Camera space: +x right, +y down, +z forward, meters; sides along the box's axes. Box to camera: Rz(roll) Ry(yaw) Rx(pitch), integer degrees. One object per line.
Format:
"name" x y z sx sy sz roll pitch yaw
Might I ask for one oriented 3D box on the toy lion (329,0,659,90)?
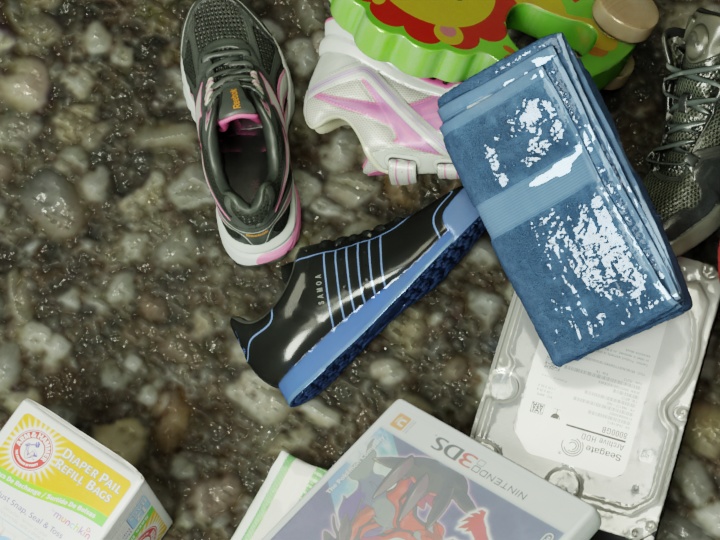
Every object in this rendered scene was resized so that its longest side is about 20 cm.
"toy lion" 0.078 -0.183 1.508 0.200 0.069 0.191 43 48 16

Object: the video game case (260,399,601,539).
"video game case" 0.023 0.186 1.385 0.182 0.023 0.200 27 63 41

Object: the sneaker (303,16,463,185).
"sneaker" 0.046 -0.094 1.524 0.199 0.081 0.089 29 90 11

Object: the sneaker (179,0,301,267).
"sneaker" -0.081 -0.110 1.532 0.080 0.086 0.201 -16 69 -2

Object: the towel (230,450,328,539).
"towel" 0.000 0.224 1.441 0.199 0.023 0.153 26 74 13

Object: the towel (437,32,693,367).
"towel" 0.130 -0.043 1.428 0.111 0.048 0.201 -27 87 26

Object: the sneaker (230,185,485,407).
"sneaker" 0.000 0.000 1.488 0.200 0.070 0.078 -42 77 -2

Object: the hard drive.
"hard drive" 0.156 0.076 1.471 0.139 0.038 0.201 16 74 11

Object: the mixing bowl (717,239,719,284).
"mixing bowl" 0.309 -0.005 1.431 0.199 0.108 0.202 2 83 -20

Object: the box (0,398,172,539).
"box" -0.225 0.202 1.420 0.101 0.113 0.200 31 76 16

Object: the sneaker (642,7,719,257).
"sneaker" 0.222 -0.099 1.471 0.076 0.114 0.200 15 57 50
